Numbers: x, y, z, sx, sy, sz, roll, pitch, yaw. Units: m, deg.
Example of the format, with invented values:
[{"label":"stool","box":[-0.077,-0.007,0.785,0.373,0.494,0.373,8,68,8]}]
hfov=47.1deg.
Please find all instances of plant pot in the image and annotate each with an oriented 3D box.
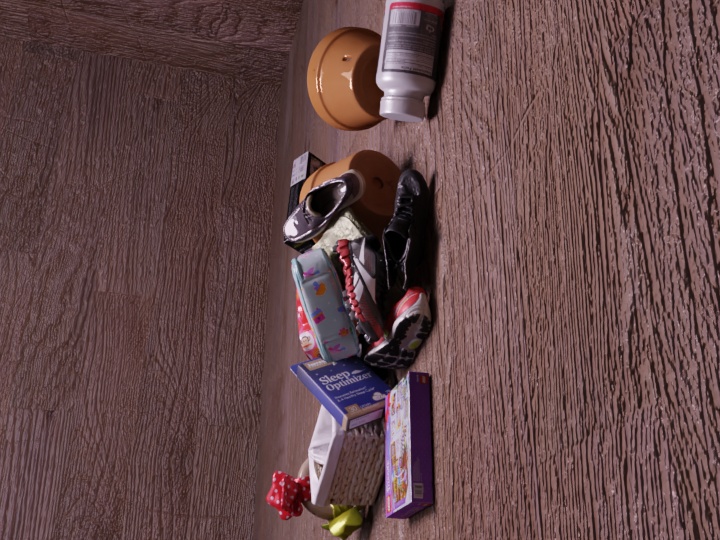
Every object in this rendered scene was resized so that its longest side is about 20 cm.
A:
[{"label":"plant pot","box":[-0.002,-0.137,1.583,0.140,0.196,0.205,-38,44,49]},{"label":"plant pot","box":[0.010,-0.373,1.622,0.139,0.196,0.205,26,109,59]}]

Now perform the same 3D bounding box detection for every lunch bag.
[{"label":"lunch bag","box":[-0.097,0.114,1.904,0.177,0.080,0.204,54,-158,-50]},{"label":"lunch bag","box":[-0.062,0.064,1.465,0.160,0.075,0.205,-163,55,-85]}]

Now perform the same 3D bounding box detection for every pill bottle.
[{"label":"pill bottle","box":[0.085,-0.372,1.457,0.111,0.108,0.206,-162,80,-77]}]

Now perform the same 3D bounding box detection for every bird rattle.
[{"label":"bird rattle","box":[-0.076,0.431,1.609,0.165,0.196,0.114,-61,-6,-36]}]

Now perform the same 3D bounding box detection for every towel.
[{"label":"towel","box":[0.000,0.000,1.503,0.201,0.036,0.149,51,135,9]}]

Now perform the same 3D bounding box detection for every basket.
[{"label":"basket","box":[-0.018,0.323,1.523,0.137,0.120,0.203,-100,22,-53]}]

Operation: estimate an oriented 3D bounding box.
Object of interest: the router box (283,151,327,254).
[{"label":"router box","box":[-0.078,-0.116,1.666,0.050,0.148,0.204,-23,49,38]}]

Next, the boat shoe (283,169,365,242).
[{"label":"boat shoe","box":[-0.077,-0.115,1.495,0.198,0.064,0.073,-32,79,32]}]

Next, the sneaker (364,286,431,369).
[{"label":"sneaker","box":[0.068,0.100,1.401,0.201,0.075,0.086,127,154,-47]}]

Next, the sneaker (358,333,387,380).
[{"label":"sneaker","box":[0.028,0.166,1.550,0.200,0.074,0.093,119,143,-67]}]

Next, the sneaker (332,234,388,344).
[{"label":"sneaker","box":[0.018,0.023,1.391,0.071,0.096,0.204,56,-163,-57]}]

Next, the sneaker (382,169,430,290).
[{"label":"sneaker","box":[0.075,-0.070,1.377,0.104,0.059,0.206,0,-88,-69]}]

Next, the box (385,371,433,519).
[{"label":"box","box":[0.075,0.280,1.317,0.137,0.038,0.205,122,152,-61]}]

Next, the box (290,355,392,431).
[{"label":"box","box":[-0.031,0.201,1.475,0.199,0.119,0.033,38,131,44]}]

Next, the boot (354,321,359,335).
[{"label":"boot","box":[-0.045,0.062,1.699,0.189,0.067,0.202,53,-161,-36]}]
